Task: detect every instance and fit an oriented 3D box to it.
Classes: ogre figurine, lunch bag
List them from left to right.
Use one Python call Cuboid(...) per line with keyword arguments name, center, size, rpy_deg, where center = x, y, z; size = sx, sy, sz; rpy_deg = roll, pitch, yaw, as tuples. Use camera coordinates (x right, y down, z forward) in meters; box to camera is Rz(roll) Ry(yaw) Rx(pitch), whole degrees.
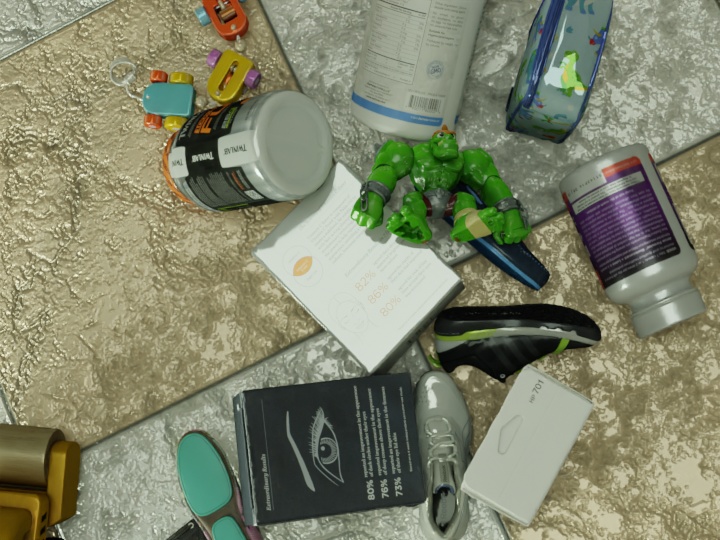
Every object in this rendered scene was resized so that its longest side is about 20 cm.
Cuboid(name="ogre figurine", center=(0.085, -0.090, 1.325), size=(0.198, 0.099, 0.121), rpy_deg=(-7, 56, 0))
Cuboid(name="lunch bag", center=(0.223, -0.236, 1.337), size=(0.082, 0.200, 0.162), rpy_deg=(18, 87, 3))

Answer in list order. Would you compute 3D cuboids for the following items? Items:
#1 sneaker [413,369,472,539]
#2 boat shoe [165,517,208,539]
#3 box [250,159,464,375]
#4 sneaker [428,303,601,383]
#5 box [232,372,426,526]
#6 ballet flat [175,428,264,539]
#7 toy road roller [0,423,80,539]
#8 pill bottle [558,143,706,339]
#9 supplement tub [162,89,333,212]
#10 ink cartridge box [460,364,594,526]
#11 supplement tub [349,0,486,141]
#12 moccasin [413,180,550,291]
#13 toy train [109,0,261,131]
Cuboid(name="sneaker", center=(0.096, 0.213, 1.355), size=(0.074, 0.087, 0.202), rpy_deg=(-6, 82, 1))
Cuboid(name="boat shoe", center=(-0.261, 0.352, 1.400), size=(0.199, 0.070, 0.067), rpy_deg=(-29, 72, 3))
Cuboid(name="box", center=(0.000, 0.000, 1.385), size=(0.152, 0.106, 0.200), rpy_deg=(-45, 80, 1))
Cuboid(name="sneaker", center=(0.178, 0.087, 1.383), size=(0.198, 0.072, 0.084), rpy_deg=(1, 107, 9))
Cuboid(name="box", center=(-0.038, 0.201, 1.338), size=(0.198, 0.104, 0.150), rpy_deg=(-4, 80, -12))
Cuboid(name="ballet flat", center=(-0.156, 0.280, 1.390), size=(0.069, 0.071, 0.201), rpy_deg=(-28, 80, 10))
Cuboid(name="toy road roller", center=(-0.412, 0.283, 1.387), size=(0.121, 0.146, 0.203), rpy_deg=(4, 83, 8))
Cuboid(name="pill bottle", center=(0.312, -0.031, 1.344), size=(0.110, 0.111, 0.202), rpy_deg=(-23, 80, 4))
Cuboid(name="supplement tub", center=(-0.135, -0.133, 1.374), size=(0.199, 0.122, 0.124), rpy_deg=(-6, 80, 47))
Cuboid(name="ink cartridge box", center=(0.181, 0.188, 1.290), size=(0.085, 0.200, 0.147), rpy_deg=(29, 88, 10))
Cuboid(name="supplement tub", center=(0.068, -0.261, 1.366), size=(0.131, 0.132, 0.202), rpy_deg=(16, 108, 9))
Cuboid(name="moccasin", center=(0.150, -0.062, 1.387), size=(0.200, 0.080, 0.068), rpy_deg=(43, 86, 10))
Cuboid(name="toy train", center=(-0.202, -0.257, 1.475), size=(0.199, 0.056, 0.151), rpy_deg=(-35, 79, -1))
